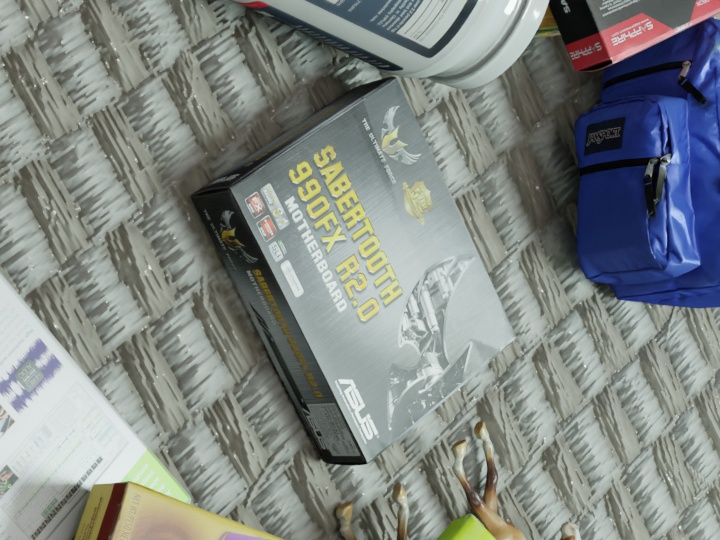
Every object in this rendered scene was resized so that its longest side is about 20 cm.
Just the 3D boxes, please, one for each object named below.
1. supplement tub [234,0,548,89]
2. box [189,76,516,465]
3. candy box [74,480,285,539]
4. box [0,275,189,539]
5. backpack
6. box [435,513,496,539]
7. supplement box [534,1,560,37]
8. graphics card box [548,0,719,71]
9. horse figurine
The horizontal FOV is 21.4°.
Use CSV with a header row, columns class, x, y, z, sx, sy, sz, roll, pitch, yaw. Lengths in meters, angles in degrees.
class,x,y,z,sx,sy,sz,roll,pitch,yaw
supplement tub,0.009,-0.205,1.195,0.200,0.140,0.141,21,73,-36
box,0.000,0.000,1.227,0.158,0.048,0.201,-35,108,-35
candy box,-0.071,0.205,1.067,0.200,0.056,0.117,25,72,-27
box,-0.202,0.110,1.055,0.200,0.036,0.144,53,58,-21
backpack,0.242,-0.082,1.357,0.167,0.162,0.201,7,82,-35
box,0.039,0.262,1.159,0.122,0.048,0.200,44,75,2
supplement box,0.107,-0.262,1.314,0.066,0.069,0.201,-6,85,-21
graphics card box,0.165,-0.247,1.275,0.125,0.051,0.201,-27,97,-24
horse figurine,0.061,0.189,1.258,0.200,0.050,0.133,-27,97,-38
